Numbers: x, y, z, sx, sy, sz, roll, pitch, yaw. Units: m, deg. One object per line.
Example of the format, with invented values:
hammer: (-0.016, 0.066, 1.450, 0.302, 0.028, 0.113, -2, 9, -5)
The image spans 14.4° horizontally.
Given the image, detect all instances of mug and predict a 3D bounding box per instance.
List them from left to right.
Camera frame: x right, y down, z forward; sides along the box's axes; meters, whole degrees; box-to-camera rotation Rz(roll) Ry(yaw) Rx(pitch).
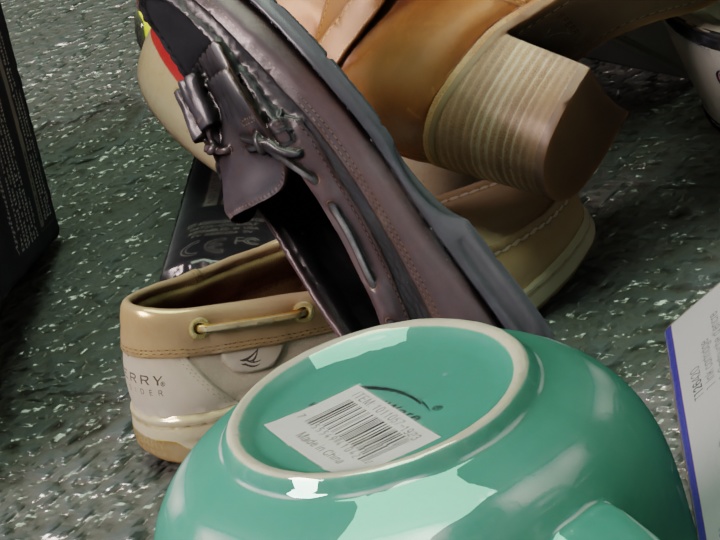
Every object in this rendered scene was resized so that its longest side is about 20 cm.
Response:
mug: (0.033, 0.082, 0.793, 0.184, 0.115, 0.152, -8, 25, 20)

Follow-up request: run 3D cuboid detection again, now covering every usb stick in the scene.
usb stick: (-0.048, -0.031, 1.195, 0.055, 0.033, 0.200, -3, 25, 6)

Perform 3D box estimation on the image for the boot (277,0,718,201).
boot: (0.058, -0.132, 1.088, 0.154, 0.074, 0.200, 26, 70, 32)

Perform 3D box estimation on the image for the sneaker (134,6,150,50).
sneaker: (-0.010, -0.139, 1.355, 0.199, 0.079, 0.090, -20, 26, -12)

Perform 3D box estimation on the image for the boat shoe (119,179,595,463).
boat shoe: (0.000, 0.000, 1.051, 0.199, 0.070, 0.074, -28, 26, -25)

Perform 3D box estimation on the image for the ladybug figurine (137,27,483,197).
ladybug figurine: (-0.016, -0.082, 1.183, 0.135, 0.072, 0.200, -11, 32, -37)

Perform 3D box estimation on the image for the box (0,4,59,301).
box: (-0.242, -0.027, 1.155, 0.195, 0.118, 0.200, -13, 10, 6)

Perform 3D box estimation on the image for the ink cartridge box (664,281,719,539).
ink cartridge box: (0.183, 0.010, 0.883, 0.200, 0.047, 0.198, -48, 18, 22)

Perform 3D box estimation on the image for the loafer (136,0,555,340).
loafer: (-0.016, -0.024, 0.987, 0.063, 0.200, 0.072, -40, -4, -16)

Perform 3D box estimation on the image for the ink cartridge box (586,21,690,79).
ink cartridge box: (0.111, -0.197, 1.261, 0.083, 0.201, 0.145, 23, -3, -38)

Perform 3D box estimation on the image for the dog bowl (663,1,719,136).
dog bowl: (0.219, -0.098, 1.129, 0.199, 0.074, 0.200, -12, 24, 5)
